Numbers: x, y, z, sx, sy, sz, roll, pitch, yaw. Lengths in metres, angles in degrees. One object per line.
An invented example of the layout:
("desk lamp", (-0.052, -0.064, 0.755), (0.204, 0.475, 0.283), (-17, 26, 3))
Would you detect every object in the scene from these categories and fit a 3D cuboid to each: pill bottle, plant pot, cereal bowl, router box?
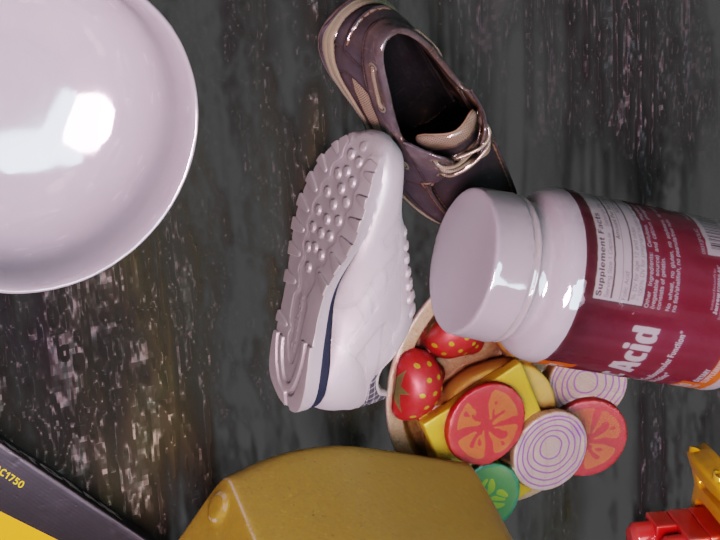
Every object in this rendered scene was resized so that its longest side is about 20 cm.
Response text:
("pill bottle", (0.154, 0.009, 1.487), (0.199, 0.114, 0.115), (10, 105, -23))
("plant pot", (-0.023, 0.228, 1.461), (0.199, 0.196, 0.195), (21, 116, -34))
("cereal bowl", (-0.201, -0.092, 1.337), (0.199, 0.083, 0.201), (-11, 114, -24))
("router box", (-0.238, 0.188, 1.446), (0.200, 0.051, 0.149), (39, 87, -34))

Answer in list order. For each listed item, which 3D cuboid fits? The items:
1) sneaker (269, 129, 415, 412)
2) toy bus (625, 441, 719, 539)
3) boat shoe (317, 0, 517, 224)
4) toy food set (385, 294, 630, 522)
("sneaker", (0.000, 0.000, 1.486), (0.080, 0.076, 0.201), (2, 120, -26))
("toy bus", (0.294, 0.179, 1.688), (0.191, 0.136, 0.201), (-1, 109, -10))
("boat shoe", (0.045, -0.089, 1.471), (0.074, 0.073, 0.200), (-44, 123, -5))
("toy food set", (0.110, 0.078, 1.587), (0.200, 0.049, 0.198), (-33, 121, -13))
